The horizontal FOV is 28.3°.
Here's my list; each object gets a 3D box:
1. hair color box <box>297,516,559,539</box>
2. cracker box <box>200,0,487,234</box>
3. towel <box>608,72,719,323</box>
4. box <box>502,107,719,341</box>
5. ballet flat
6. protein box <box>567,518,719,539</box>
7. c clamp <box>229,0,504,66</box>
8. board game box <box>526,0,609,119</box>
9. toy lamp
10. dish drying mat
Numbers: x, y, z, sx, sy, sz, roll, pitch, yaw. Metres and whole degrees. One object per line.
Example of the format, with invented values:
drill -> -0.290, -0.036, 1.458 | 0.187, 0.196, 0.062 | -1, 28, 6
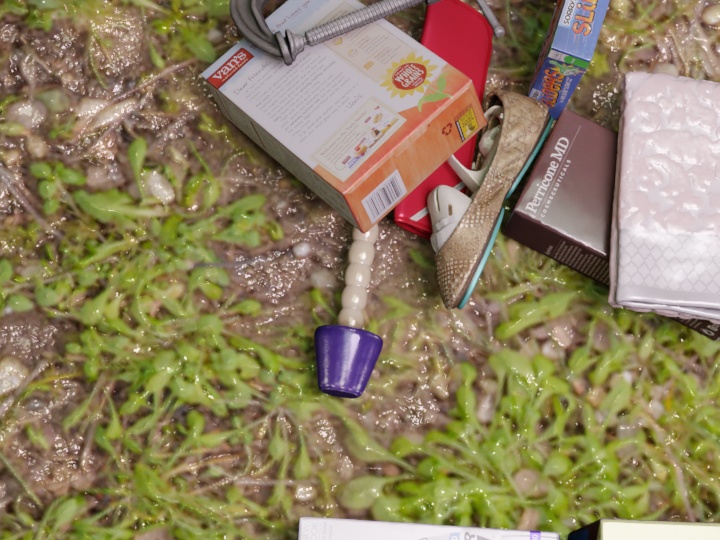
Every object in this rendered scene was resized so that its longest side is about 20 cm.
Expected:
hair color box -> 0.048, 0.248, 1.077 | 0.197, 0.065, 0.111 | 3, 77, 0
cracker box -> -0.016, -0.136, 1.125 | 0.134, 0.058, 0.200 | -41, 53, -10
towel -> 0.293, -0.052, 1.093 | 0.197, 0.032, 0.193 | 8, 75, -2
box -> 0.226, -0.037, 1.146 | 0.198, 0.075, 0.101 | 26, 77, 6
ballet flat -> 0.090, -0.062, 1.138 | 0.065, 0.071, 0.201 | 30, 62, -6
protein box -> 0.260, 0.289, 1.038 | 0.197, 0.135, 0.201 | 2, 76, -1
c clamp -> -0.005, -0.215, 1.123 | 0.198, 0.027, 0.172 | -18, 50, 1
board game box -> 0.186, -0.239, 1.160 | 0.034, 0.135, 0.202 | 18, 76, 2
toy lamp -> 0.000, 0.000, 1.137 | 0.057, 0.058, 0.203 | 10, 77, 0
dish drying mat -> 0.070, -0.125, 1.168 | 0.076, 0.018, 0.203 | 20, 73, -36
